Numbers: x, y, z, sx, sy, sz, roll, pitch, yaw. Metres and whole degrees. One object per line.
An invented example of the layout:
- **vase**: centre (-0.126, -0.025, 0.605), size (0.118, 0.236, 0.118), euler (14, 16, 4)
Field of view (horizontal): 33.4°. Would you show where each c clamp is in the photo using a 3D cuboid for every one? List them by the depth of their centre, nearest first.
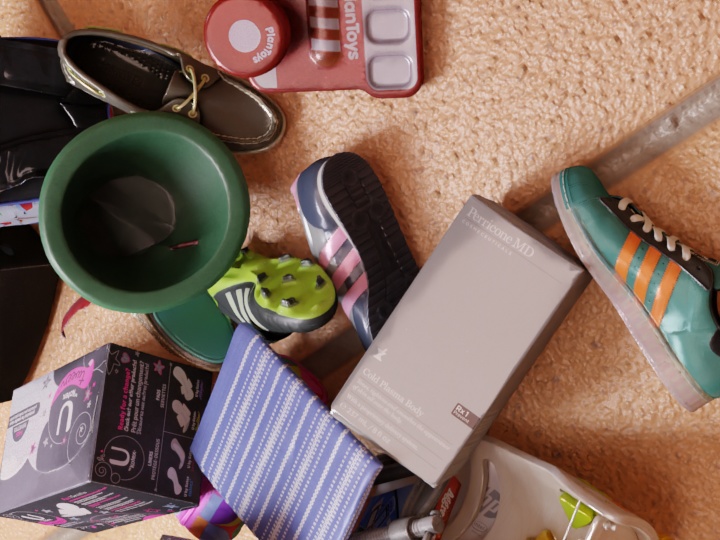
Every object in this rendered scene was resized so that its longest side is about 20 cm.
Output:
- **c clamp**: centre (0.003, 0.203, 0.980), size (0.200, 0.171, 0.027), euler (-20, 117, 47)

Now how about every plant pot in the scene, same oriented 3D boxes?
- **plant pot**: centre (-0.422, 0.015, 1.199), size (0.200, 0.200, 0.177), euler (45, 108, 14)

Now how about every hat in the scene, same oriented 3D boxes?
- **hat**: centre (-0.207, -0.046, 1.071), size (0.166, 0.200, 0.176), euler (67, 169, -7)

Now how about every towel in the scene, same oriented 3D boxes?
- **towel**: centre (-0.065, 0.151, 0.972), size (0.200, 0.024, 0.145), euler (42, 120, 39)

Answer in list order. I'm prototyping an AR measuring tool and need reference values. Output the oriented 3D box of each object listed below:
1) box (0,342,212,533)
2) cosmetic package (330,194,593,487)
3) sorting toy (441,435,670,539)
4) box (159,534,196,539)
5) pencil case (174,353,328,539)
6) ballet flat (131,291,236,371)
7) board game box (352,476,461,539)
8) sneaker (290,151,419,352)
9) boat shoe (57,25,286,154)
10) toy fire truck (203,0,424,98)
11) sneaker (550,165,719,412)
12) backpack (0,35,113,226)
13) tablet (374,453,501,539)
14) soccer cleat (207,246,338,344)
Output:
- **box**: centre (-0.242, 0.160, 1.112), size (0.200, 0.115, 0.132), euler (-23, 56, 45)
- **cosmetic package**: centre (0.080, 0.052, 0.915), size (0.107, 0.090, 0.200), euler (34, 102, 16)
- **sorting toy**: centre (0.131, 0.223, 0.947), size (0.180, 0.107, 0.200), euler (34, 114, 41)
- **box**: centre (-0.134, 0.293, 1.000), size (0.097, 0.200, 0.124), euler (12, 78, -6)
- **pencil case**: centre (-0.107, 0.163, 1.097), size (0.088, 0.088, 0.200), euler (41, 122, 16)
- **ballet flat**: centre (-0.188, 0.031, 1.134), size (0.200, 0.071, 0.065), euler (44, 148, 17)
- **board game box**: centre (0.008, 0.247, 0.939), size (0.103, 0.200, 0.019), euler (-25, 113, 38)
- **sneaker**: centre (0.000, 0.000, 1.009), size (0.082, 0.070, 0.200), euler (-9, 101, 57)
- **boat shoe**: centre (-0.161, -0.152, 1.019), size (0.202, 0.060, 0.072), euler (21, 89, -1)
- **toy fire truck**: centre (-0.033, -0.235, 0.943), size (0.168, 0.112, 0.200), euler (0, 105, 7)
- **sneaker**: centre (0.217, -0.001, 0.866), size (0.080, 0.071, 0.200), euler (-35, 84, 22)
- **backpack**: centre (-0.316, -0.121, 1.091), size (0.190, 0.154, 0.200), euler (-5, 82, -2)
- **tablet**: centre (0.105, 0.212, 1.021), size (0.200, 0.014, 0.130), euler (28, 116, 22)
- **soccer cleat**: centre (-0.071, 0.029, 1.021), size (0.200, 0.068, 0.081), euler (19, 137, 57)
